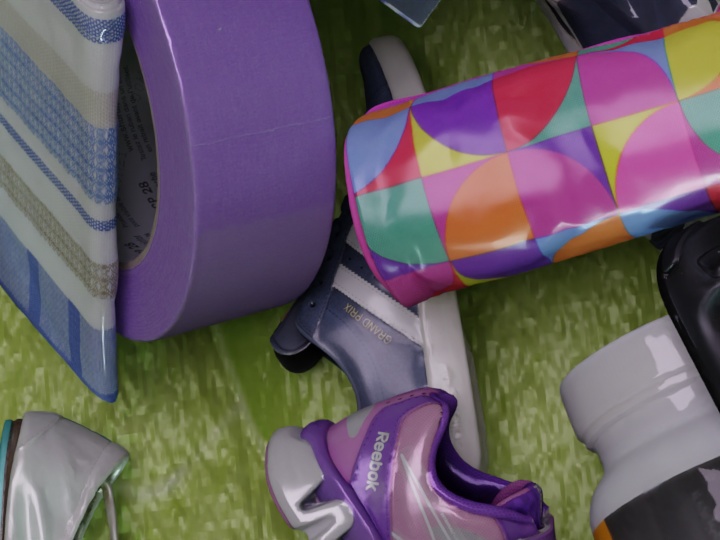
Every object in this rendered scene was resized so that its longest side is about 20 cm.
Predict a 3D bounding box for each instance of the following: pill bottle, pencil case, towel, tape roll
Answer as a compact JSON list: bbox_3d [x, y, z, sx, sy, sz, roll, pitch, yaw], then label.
[{"bbox_3d":[0.158,0.119,1.151,0.116,0.116,0.201,-24,73,6],"label":"pill bottle"},{"bbox_3d":[0.092,-0.051,1.146,0.199,0.088,0.089,-18,74,9],"label":"pencil case"},{"bbox_3d":[-0.134,-0.062,1.211,0.024,0.201,0.147,-18,41,-26],"label":"towel"},{"bbox_3d":[-0.084,-0.075,1.204,0.065,0.200,0.201,-14,71,-26],"label":"tape roll"}]

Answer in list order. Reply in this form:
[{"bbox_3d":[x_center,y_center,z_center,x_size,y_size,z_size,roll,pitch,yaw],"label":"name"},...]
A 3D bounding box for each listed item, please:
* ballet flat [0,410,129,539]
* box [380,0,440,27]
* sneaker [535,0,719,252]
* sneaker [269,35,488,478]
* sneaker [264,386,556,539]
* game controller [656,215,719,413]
[{"bbox_3d":[-0.135,0.160,1.238,0.069,0.069,0.201,6,77,13],"label":"ballet flat"},{"bbox_3d":[-0.005,-0.200,1.167,0.148,0.200,0.107,35,104,-10],"label":"box"},{"bbox_3d":[0.119,-0.106,1.237,0.079,0.130,0.199,-29,110,15],"label":"sneaker"},{"bbox_3d":[0.000,0.000,1.235,0.084,0.075,0.201,-8,76,6],"label":"sneaker"},{"bbox_3d":[0.048,0.130,1.167,0.088,0.080,0.200,-33,93,8],"label":"sneaker"},{"bbox_3d":[0.209,0.013,1.153,0.199,0.042,0.105,-13,77,-32],"label":"game controller"}]
